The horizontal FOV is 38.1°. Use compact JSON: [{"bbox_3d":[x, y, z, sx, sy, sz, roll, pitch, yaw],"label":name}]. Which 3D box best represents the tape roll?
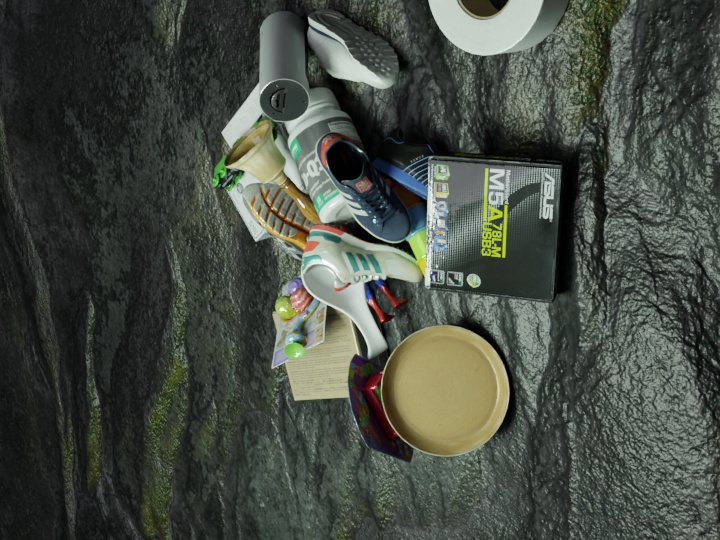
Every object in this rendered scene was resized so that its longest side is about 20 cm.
[{"bbox_3d":[0.186,-0.398,1.415,0.201,0.070,0.205,16,114,41],"label":"tape roll"}]

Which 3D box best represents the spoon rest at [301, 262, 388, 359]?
[{"bbox_3d":[-0.020,0.045,1.680,0.201,0.099,0.061,56,168,12],"label":"spoon rest"}]

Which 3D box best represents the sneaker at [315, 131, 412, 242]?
[{"bbox_3d":[0.007,-0.120,1.553,0.200,0.075,0.084,47,176,-10],"label":"sneaker"}]

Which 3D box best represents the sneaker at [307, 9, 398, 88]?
[{"bbox_3d":[-0.012,-0.333,1.637,0.200,0.076,0.081,45,139,33],"label":"sneaker"}]

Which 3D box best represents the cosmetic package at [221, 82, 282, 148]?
[{"bbox_3d":[-0.161,-0.269,1.807,0.200,0.050,0.083,-42,77,44],"label":"cosmetic package"}]

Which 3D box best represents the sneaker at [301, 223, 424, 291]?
[{"bbox_3d":[0.000,0.000,1.653,0.198,0.094,0.070,20,163,3],"label":"sneaker"}]

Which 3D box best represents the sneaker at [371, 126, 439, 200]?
[{"bbox_3d":[0.112,-0.144,1.569,0.199,0.070,0.078,31,88,15],"label":"sneaker"}]

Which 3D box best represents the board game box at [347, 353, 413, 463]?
[{"bbox_3d":[0.049,0.215,1.667,0.039,0.200,0.160,-22,60,24],"label":"board game box"}]

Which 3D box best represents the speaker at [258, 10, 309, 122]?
[{"bbox_3d":[-0.122,-0.326,1.656,0.201,0.080,0.082,-95,28,-46],"label":"speaker"}]

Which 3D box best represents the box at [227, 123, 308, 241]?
[{"bbox_3d":[-0.142,-0.155,1.818,0.200,0.060,0.117,-45,71,43],"label":"box"}]

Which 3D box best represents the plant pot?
[{"bbox_3d":[0.131,0.185,1.615,0.197,0.027,0.203,0,91,8],"label":"plant pot"}]

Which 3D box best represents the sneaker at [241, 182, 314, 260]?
[{"bbox_3d":[-0.127,-0.071,1.765,0.200,0.079,0.077,40,149,-22],"label":"sneaker"}]

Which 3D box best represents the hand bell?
[{"bbox_3d":[-0.119,-0.140,1.708,0.104,0.105,0.200,-19,125,45],"label":"hand bell"}]

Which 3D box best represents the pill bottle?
[{"bbox_3d":[-0.049,-0.184,1.673,0.113,0.112,0.202,-42,65,43],"label":"pill bottle"}]

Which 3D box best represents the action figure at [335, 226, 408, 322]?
[{"bbox_3d":[0.002,-0.008,1.732,0.201,0.051,0.066,53,128,18],"label":"action figure"}]

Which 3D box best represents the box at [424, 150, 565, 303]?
[{"bbox_3d":[0.190,-0.063,1.485,0.191,0.047,0.203,8,109,20],"label":"box"}]

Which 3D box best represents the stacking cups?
[{"bbox_3d":[0.085,-0.073,1.628,0.060,0.060,0.202,-40,71,43],"label":"stacking cups"}]

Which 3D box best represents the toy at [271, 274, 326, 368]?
[{"bbox_3d":[-0.108,0.061,1.755,0.114,0.047,0.201,-30,37,26],"label":"toy"}]

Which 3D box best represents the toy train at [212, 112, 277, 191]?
[{"bbox_3d":[-0.199,-0.205,1.794,0.200,0.041,0.057,-41,40,44],"label":"toy train"}]

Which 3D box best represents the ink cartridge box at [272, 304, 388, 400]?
[{"bbox_3d":[-0.048,0.134,1.807,0.199,0.075,0.167,-10,95,46],"label":"ink cartridge box"}]
